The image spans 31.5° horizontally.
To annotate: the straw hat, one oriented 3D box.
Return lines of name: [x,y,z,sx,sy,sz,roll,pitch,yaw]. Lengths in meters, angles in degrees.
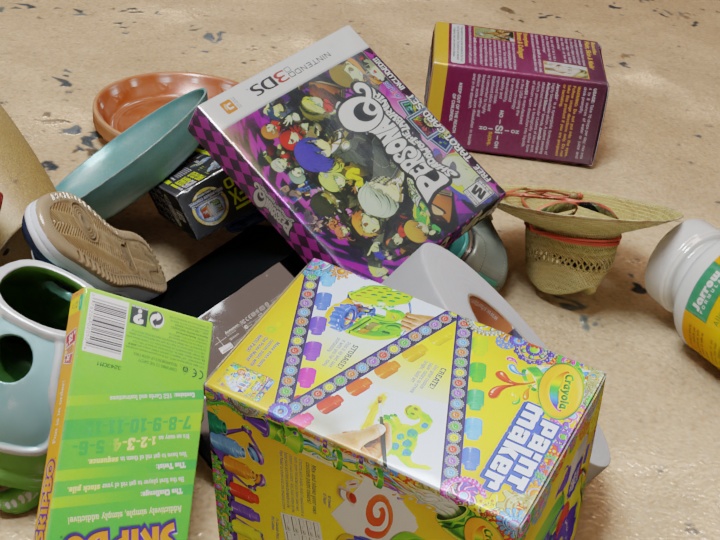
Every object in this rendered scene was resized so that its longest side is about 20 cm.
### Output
straw hat: [0.192,-0.022,1.165,0.198,0.086,0.201,6,11,-1]

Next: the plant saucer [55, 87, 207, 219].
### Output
plant saucer: [-0.212,-0.095,1.168,0.199,0.036,0.200,-32,19,12]

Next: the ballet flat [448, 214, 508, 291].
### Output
ballet flat: [0.101,-0.041,1.224,0.063,0.068,0.201,28,26,-21]

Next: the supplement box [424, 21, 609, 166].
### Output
supplement box: [0.173,-0.203,1.451,0.197,0.104,0.131,8,30,1]

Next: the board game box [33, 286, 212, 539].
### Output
board game box: [-0.148,0.119,0.799,0.095,0.030,0.203,18,63,-32]

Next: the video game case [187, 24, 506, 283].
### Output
video game case: [-0.008,-0.086,1.010,0.181,0.036,0.200,-34,78,-37]

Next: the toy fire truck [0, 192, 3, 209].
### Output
toy fire truck: [-0.332,0.011,0.903,0.111,0.202,0.168,20,22,-22]

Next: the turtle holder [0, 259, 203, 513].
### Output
turtle holder: [-0.214,0.079,0.862,0.185,0.133,0.140,40,33,18]

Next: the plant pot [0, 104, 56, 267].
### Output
plant pot: [-0.343,-0.066,1.065,0.199,0.188,0.186,38,40,18]

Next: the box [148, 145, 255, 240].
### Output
box: [-0.106,-0.095,1.142,0.159,0.045,0.200,-31,17,-12]

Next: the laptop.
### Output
laptop: [-0.088,0.060,0.995,0.186,0.116,0.200,-35,77,-24]

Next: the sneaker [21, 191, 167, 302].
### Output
sneaker: [-0.229,0.007,0.960,0.107,0.200,0.071,-26,75,7]

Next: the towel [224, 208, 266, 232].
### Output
towel: [-0.064,-0.088,1.175,0.143,0.024,0.200,-26,17,-1]

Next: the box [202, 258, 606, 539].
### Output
box: [0.024,0.133,0.751,0.191,0.202,0.122,22,46,21]

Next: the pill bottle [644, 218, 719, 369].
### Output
pill bottle: [0.339,0.039,1.082,0.112,0.114,0.200,-12,37,-30]

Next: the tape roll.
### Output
tape roll: [0.087,0.077,0.899,0.200,0.066,0.201,45,14,-15]

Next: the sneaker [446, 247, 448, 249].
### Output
sneaker: [0.000,0.000,1.128,0.199,0.078,0.079,-31,14,-38]

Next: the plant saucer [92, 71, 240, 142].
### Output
plant saucer: [-0.188,-0.161,1.371,0.197,0.033,0.201,7,31,-4]
